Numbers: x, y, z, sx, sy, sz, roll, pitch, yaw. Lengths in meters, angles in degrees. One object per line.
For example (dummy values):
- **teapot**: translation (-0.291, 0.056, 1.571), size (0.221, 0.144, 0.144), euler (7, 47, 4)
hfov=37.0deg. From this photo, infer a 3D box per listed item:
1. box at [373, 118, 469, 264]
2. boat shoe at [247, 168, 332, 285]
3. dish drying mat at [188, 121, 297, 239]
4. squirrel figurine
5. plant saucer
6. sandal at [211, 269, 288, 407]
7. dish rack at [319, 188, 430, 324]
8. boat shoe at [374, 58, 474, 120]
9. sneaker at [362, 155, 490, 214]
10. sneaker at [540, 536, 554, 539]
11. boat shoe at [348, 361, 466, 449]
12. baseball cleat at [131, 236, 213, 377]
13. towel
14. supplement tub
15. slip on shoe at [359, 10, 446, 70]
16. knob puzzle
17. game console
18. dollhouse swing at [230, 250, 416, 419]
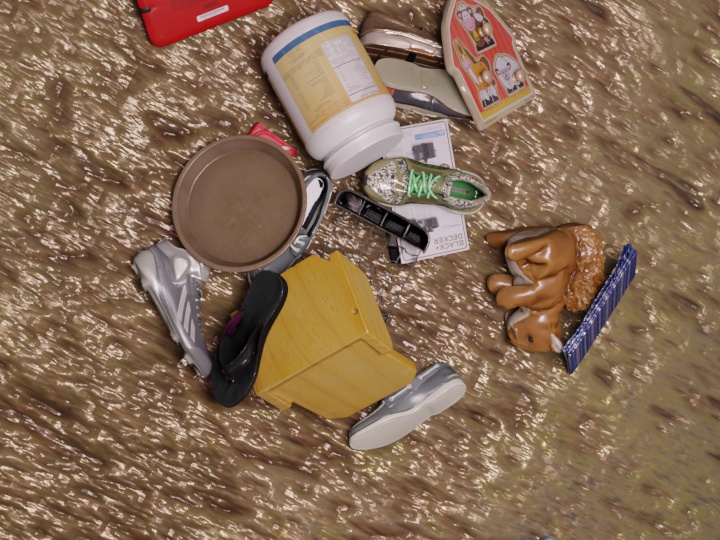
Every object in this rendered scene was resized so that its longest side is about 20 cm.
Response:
- **box**: translation (0.089, -0.119, 1.631), size (0.115, 0.060, 0.203), euler (-10, 94, -14)
- **boat shoe**: translation (-0.102, -0.060, 1.572), size (0.072, 0.062, 0.202), euler (32, 83, -13)
- **dish drying mat**: translation (-0.176, -0.115, 1.581), size (0.076, 0.018, 0.201), euler (34, 83, -14)
- **squirrel figurine**: translation (0.297, 0.029, 1.656), size (0.197, 0.141, 0.190), euler (-12, 101, -12)
- **plant saucer**: translation (-0.171, -0.094, 1.540), size (0.197, 0.029, 0.204), euler (-2, 77, 7)
- **sandal**: translation (-0.168, 0.093, 1.512), size (0.048, 0.075, 0.203), euler (17, 95, -59)
- **dish rack**: translation (0.000, 0.000, 1.579), size (0.152, 0.055, 0.202), euler (28, 97, 7)
- **boat shoe**: translation (0.105, -0.263, 1.622), size (0.197, 0.063, 0.072), euler (14, 58, -10)
- **sneaker**: translation (0.102, -0.126, 1.557), size (0.197, 0.089, 0.078), euler (4, 91, -14)
- **sneaker**: translation (0.270, 0.460, 1.698), size (0.197, 0.075, 0.088), euler (17, 80, -23)
- **boat shoe**: translation (0.064, 0.206, 1.644), size (0.198, 0.073, 0.062), euler (-29, 55, -6)
- **baseball cleat**: translation (-0.243, 0.049, 1.541), size (0.106, 0.070, 0.202), euler (-32, 100, -12)
- **towel**: translation (0.373, 0.062, 1.683), size (0.024, 0.145, 0.201), euler (31, 82, 21)
- **supplement tub**: translation (-0.038, -0.248, 1.531), size (0.143, 0.145, 0.202), euler (-28, 84, -12)
- **slip on shoe**: translation (0.094, -0.338, 1.625), size (0.197, 0.076, 0.062), euler (11, 72, -11)
- **knob puzzle**: translation (0.189, -0.331, 1.613), size (0.218, 0.030, 0.223), euler (18, 64, -41)
- **game console**: translation (-0.247, -0.447, 1.553), size (0.198, 0.119, 0.174), euler (-24, 128, -13)
- **dollhouse swing**: translation (-0.043, 0.100, 1.568), size (0.199, 0.175, 0.184), euler (-31, 67, 23)
